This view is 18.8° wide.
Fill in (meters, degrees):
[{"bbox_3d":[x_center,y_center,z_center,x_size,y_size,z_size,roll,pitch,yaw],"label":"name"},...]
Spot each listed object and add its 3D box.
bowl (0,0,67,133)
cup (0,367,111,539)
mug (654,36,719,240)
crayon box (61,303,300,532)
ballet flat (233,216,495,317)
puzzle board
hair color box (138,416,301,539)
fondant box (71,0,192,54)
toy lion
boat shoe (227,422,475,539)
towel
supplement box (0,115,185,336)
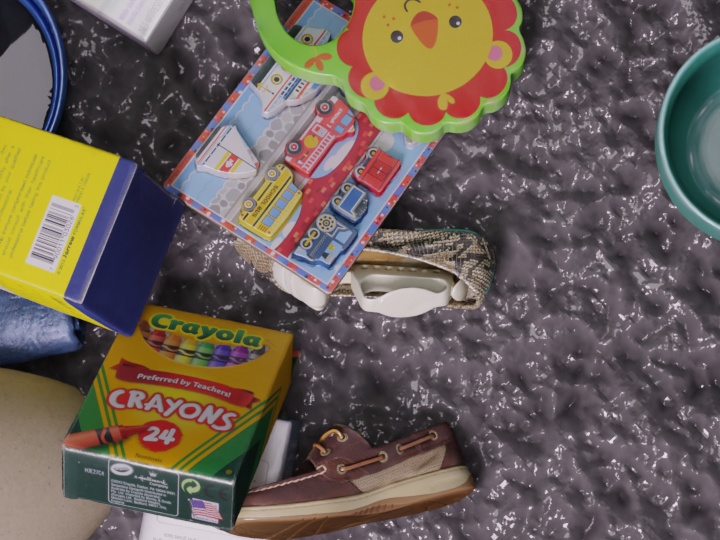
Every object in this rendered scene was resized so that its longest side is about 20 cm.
[{"bbox_3d":[-0.321,-0.145,1.678,0.199,0.039,0.202,0,86,6],"label":"bowl"},{"bbox_3d":[-0.265,0.151,1.595,0.142,0.200,0.202,-15,85,-20],"label":"cup"},{"bbox_3d":[0.299,-0.080,1.571,0.152,0.114,0.185,-41,84,2],"label":"mug"},{"bbox_3d":[-0.125,0.092,1.571,0.126,0.200,0.051,10,128,7],"label":"crayon box"},{"bbox_3d":[0.000,0.000,1.614,0.199,0.068,0.076,5,45,4],"label":"ballet flat"},{"bbox_3d":[-0.030,-0.099,1.618,0.150,0.017,0.200,32,69,9],"label":"puzzle board"},{"bbox_3d":[-0.112,0.202,1.625,0.098,0.061,0.201,10,87,6],"label":"hair color box"},{"bbox_3d":[-0.202,-0.280,1.664,0.199,0.058,0.145,33,90,8],"label":"fondant box"},{"bbox_3d":[0.019,-0.188,1.617,0.199,0.069,0.193,-7,79,1],"label":"toy lion"},{"bbox_3d":[-0.013,0.148,1.589,0.199,0.072,0.072,-8,74,-23],"label":"boat shoe"},{"bbox_3d":[-0.307,0.025,1.646,0.199,0.049,0.112,-10,64,5],"label":"towel"},{"bbox_3d":[-0.247,-0.044,1.568,0.199,0.109,0.110,19,81,17],"label":"supplement box"}]
